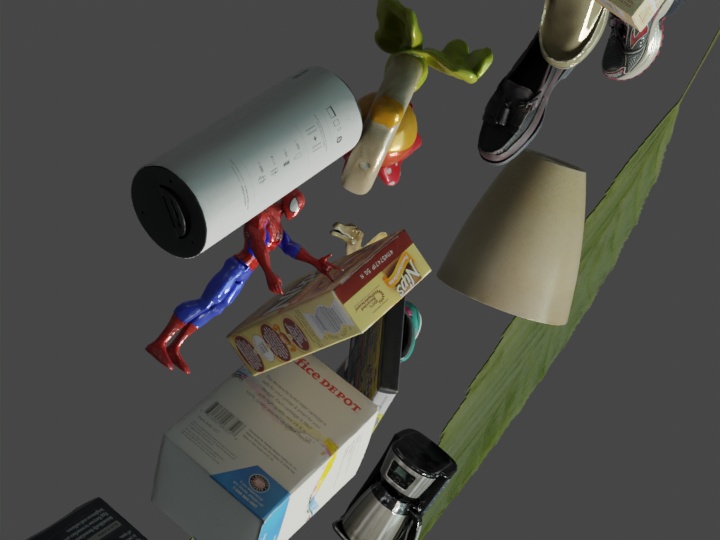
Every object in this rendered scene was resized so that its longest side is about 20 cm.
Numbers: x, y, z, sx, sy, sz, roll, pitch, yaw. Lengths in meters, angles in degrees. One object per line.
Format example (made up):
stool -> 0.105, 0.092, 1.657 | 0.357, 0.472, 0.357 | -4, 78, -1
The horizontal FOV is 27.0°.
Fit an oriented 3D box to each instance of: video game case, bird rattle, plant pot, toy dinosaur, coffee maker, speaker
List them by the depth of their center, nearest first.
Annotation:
speaker -> -0.087, -0.088, 1.189 | 0.200, 0.081, 0.081 | -39, 159, -41
bird rattle -> 0.016, -0.137, 1.324 | 0.200, 0.113, 0.163 | -53, -173, 41
toy dinosaur -> 0.000, 0.000, 1.668 | 0.101, 0.058, 0.200 | -54, 164, 1
video game case -> 0.016, 0.092, 1.741 | 0.181, 0.025, 0.200 | 115, -16, -55
plant pot -> 0.223, -0.055, 2.007 | 0.187, 0.187, 0.200 | -6, 117, -69
coffee maker -> 0.062, 0.375, 2.575 | 0.200, 0.135, 0.192 | -56, -173, 17

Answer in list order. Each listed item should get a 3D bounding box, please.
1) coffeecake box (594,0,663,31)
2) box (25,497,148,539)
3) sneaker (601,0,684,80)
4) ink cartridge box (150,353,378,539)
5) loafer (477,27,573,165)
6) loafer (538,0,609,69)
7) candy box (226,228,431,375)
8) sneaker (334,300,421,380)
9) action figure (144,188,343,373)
coffeecake box -> 0.265, -0.361, 1.454 | 0.200, 0.153, 0.073 | -55, 164, 7
box -> -0.257, 0.372, 1.491 | 0.117, 0.200, 0.197 | -29, 153, -55
sneaker -> 0.351, -0.328, 1.937 | 0.075, 0.081, 0.200 | -11, 145, -23
ink cartridge box -> -0.104, 0.202, 1.646 | 0.200, 0.147, 0.145 | -40, 160, -36
loafer -> 0.191, -0.218, 1.744 | 0.200, 0.072, 0.063 | -56, 145, -8
loafer -> 0.243, -0.316, 1.652 | 0.068, 0.076, 0.200 | -23, 138, -58
candy box -> -0.034, 0.034, 1.489 | 0.115, 0.055, 0.200 | -40, -170, -38
sneaker -> 0.011, 0.120, 1.905 | 0.200, 0.084, 0.121 | -59, 170, -7
action figure -> -0.097, 0.020, 1.375 | 0.200, 0.099, 0.065 | -55, 165, 2
